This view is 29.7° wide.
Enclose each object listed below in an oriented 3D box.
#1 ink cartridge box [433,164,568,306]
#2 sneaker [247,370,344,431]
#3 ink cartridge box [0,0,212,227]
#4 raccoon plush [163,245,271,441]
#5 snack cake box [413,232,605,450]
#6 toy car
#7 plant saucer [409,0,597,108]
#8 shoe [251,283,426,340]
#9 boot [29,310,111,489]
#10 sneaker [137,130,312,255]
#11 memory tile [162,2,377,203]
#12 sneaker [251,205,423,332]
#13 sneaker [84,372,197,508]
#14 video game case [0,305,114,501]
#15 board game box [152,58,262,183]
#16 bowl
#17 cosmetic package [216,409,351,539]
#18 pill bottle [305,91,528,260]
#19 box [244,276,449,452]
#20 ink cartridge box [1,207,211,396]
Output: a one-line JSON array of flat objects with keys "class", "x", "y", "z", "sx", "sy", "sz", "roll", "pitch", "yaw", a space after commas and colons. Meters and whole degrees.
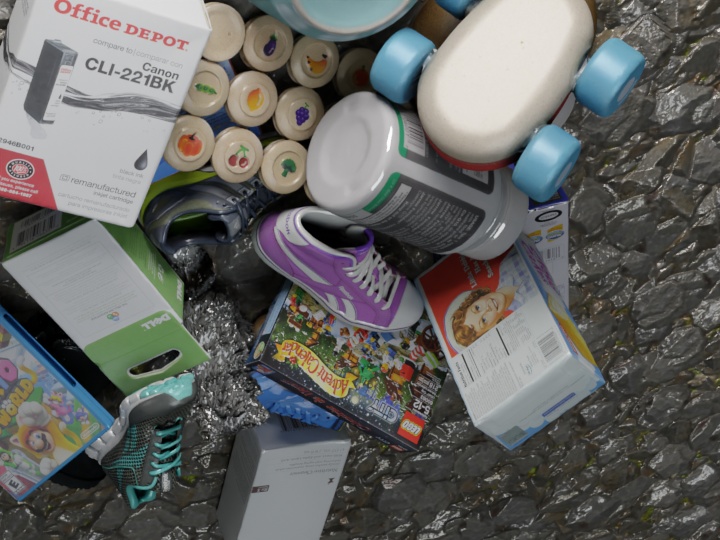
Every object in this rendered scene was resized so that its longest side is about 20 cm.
[{"class": "ink cartridge box", "x": 0.145, "y": -0.029, "z": 1.415, "sx": 0.136, "sy": 0.077, "sz": 0.201, "roll": -16, "pitch": 136, "yaw": -7}, {"class": "sneaker", "x": -0.057, "y": 0.139, "z": 1.474, "sx": 0.199, "sy": 0.079, "sz": 0.066, "roll": -5, "pitch": 172, "yaw": -19}, {"class": "ink cartridge box", "x": -0.227, "y": -0.153, "z": 1.127, "sx": 0.144, "sy": 0.084, "sz": 0.201, "roll": 13, "pitch": 118, "yaw": -25}, {"class": "raccoon plush", "x": -0.160, "y": 0.078, "z": 1.346, "sx": 0.096, "sy": 0.134, "sz": 0.200, "roll": -26, "pitch": 135, "yaw": 3}, {"class": "snack cake box", "x": 0.138, "y": 0.056, "z": 1.298, "sx": 0.115, "sy": 0.201, "sz": 0.067, "roll": -39, "pitch": 132, "yaw": 18}, {"class": "toy car", "x": 0.133, "y": -0.152, "z": 1.203, "sx": 0.177, "sy": 0.184, "sz": 0.200, "roll": -53, "pitch": 166, "yaw": -4}, {"class": "plant saucer", "x": 0.138, "y": -0.203, "z": 1.283, "sx": 0.199, "sy": 0.036, "sz": 0.201, "roll": -12, "pitch": 133, "yaw": -13}, {"class": "shoe", "x": -0.015, "y": 0.063, "z": 1.450, "sx": 0.199, "sy": 0.054, "sz": 0.070, "roll": -13, "pitch": 134, "yaw": -11}, {"class": "boot", "x": -0.294, "y": 0.132, "z": 1.393, "sx": 0.162, "sy": 0.073, "sz": 0.198, "roll": -46, "pitch": 133, "yaw": 12}, {"class": "sneaker", "x": -0.113, "y": -0.066, "z": 1.272, "sx": 0.199, "sy": 0.081, "sz": 0.074, "roll": -22, "pitch": 136, "yaw": -2}, {"class": "memory tile", "x": -0.076, "y": -0.146, "z": 1.216, "sx": 0.199, "sy": 0.017, "sz": 0.154, "roll": 12, "pitch": 99, "yaw": -31}, {"class": "sneaker", "x": 0.000, "y": 0.001, "z": 1.311, "sx": 0.200, "sy": 0.073, "sz": 0.114, "roll": 27, "pitch": 157, "yaw": -27}, {"class": "sneaker", "x": -0.199, "y": 0.170, "z": 1.332, "sx": 0.077, "sy": 0.092, "sz": 0.200, "roll": -20, "pitch": 163, "yaw": -36}, {"class": "video game case", "x": -0.353, "y": 0.116, "z": 1.305, "sx": 0.143, "sy": 0.018, "sz": 0.200, "roll": -38, "pitch": 103, "yaw": 23}, {"class": "board game box", "x": -0.197, "y": -0.125, "z": 1.228, "sx": 0.199, "sy": 0.019, "sz": 0.103, "roll": -23, "pitch": 133, "yaw": -1}, {"class": "bowl", "x": -0.018, "y": -0.269, "z": 1.111, "sx": 0.199, "sy": 0.105, "sz": 0.202, "roll": -11, "pitch": 134, "yaw": -12}, {"class": "cosmetic package", "x": -0.092, "y": 0.242, "z": 1.563, "sx": 0.112, "sy": 0.081, "sz": 0.201, "roll": -4, "pitch": 131, "yaw": -22}, {"class": "pill bottle", "x": 0.056, "y": -0.080, "z": 1.243, "sx": 0.199, "sy": 0.113, "sz": 0.113, "roll": 20, "pitch": 121, "yaw": -41}, {"class": "box", "x": -0.003, "y": 0.080, "z": 1.383, "sx": 0.199, "sy": 0.137, "sz": 0.038, "roll": 31, "pitch": 156, "yaw": -21}, {"class": "ink cartridge box", "x": -0.233, "y": 0.021, "z": 1.274, "sx": 0.103, "sy": 0.059, "sz": 0.200, "roll": -24, "pitch": 128, "yaw": 14}]
